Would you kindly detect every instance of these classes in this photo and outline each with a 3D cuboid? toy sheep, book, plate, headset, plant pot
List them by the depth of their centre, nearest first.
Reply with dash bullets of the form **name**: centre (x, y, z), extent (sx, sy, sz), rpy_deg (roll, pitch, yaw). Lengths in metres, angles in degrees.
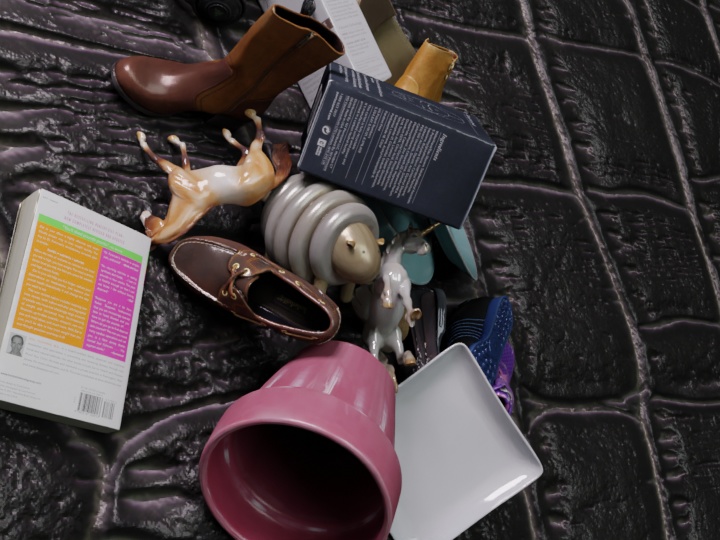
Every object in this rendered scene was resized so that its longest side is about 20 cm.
- **book**: centre (-0.276, 0.041, 0.885), extent (0.133, 0.048, 0.202), rpy_deg (24, 60, -38)
- **plant pot**: centre (-0.043, 0.175, 0.961), extent (0.200, 0.199, 0.179), rpy_deg (51, 32, -16)
- **toy sheep**: centre (-0.052, -0.042, 1.051), extent (0.137, 0.199, 0.139), rpy_deg (-32, 138, -35)
- **plate**: centre (0.089, 0.217, 1.106), extent (0.199, 0.032, 0.201), rpy_deg (-34, 101, -4)
- **headset**: centre (-0.150, -0.357, 1.122), extent (0.199, 0.094, 0.124), rpy_deg (36, 52, -13)
- **plate**: centre (0.043, -0.076, 1.190), extent (0.200, 0.025, 0.201), rpy_deg (42, 29, -31)
- **plate**: centre (0.112, -0.077, 1.259), extent (0.200, 0.025, 0.202), rpy_deg (-22, 90, -79)

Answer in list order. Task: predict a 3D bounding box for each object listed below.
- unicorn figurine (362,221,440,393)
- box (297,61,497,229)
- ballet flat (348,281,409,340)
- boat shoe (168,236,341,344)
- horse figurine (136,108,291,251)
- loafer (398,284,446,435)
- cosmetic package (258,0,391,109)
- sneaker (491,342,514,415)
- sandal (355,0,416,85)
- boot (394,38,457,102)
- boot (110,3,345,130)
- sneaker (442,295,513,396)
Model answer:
- **unicorn figurine**: centre (0.039, 0.036, 1.058), extent (0.073, 0.201, 0.138), rpy_deg (21, 20, -16)
- **box**: centre (0.037, -0.148, 1.065), extent (0.198, 0.108, 0.149), rpy_deg (19, 19, -8)
- **ballet flat**: centre (0.000, 0.000, 1.134), extent (0.072, 0.067, 0.202), rpy_deg (-6, 74, -79)
- **boat shoe**: centre (-0.111, 0.017, 0.973), extent (0.198, 0.070, 0.071), rpy_deg (22, 90, 1)
- **horse figurine**: centre (-0.156, -0.107, 1.018), extent (0.198, 0.050, 0.133), rpy_deg (-14, 63, -21)
- **loafer**: centre (0.069, 0.113, 1.174), extent (0.062, 0.072, 0.202), rpy_deg (14, 63, -18)
- **cosmetic package**: centre (-0.052, -0.312, 1.193), extent (0.074, 0.101, 0.201), rpy_deg (-32, 96, -47)
- **sneaker**: centre (0.171, 0.164, 1.228), extent (0.081, 0.088, 0.200), rpy_deg (51, 46, -14)
- **sandal**: centre (0.025, -0.305, 1.282), extent (0.077, 0.070, 0.212), rpy_deg (-40, 135, -14)
- **boot**: centre (0.055, -0.233, 1.215), extent (0.071, 0.145, 0.201), rpy_deg (35, 28, 14)
- **boot**: centre (-0.145, -0.222, 0.998), extent (0.187, 0.199, 0.069), rpy_deg (19, 61, -37)
- **sneaker**: centre (0.139, 0.104, 1.215), extent (0.200, 0.077, 0.071), rpy_deg (-52, 126, -49)
